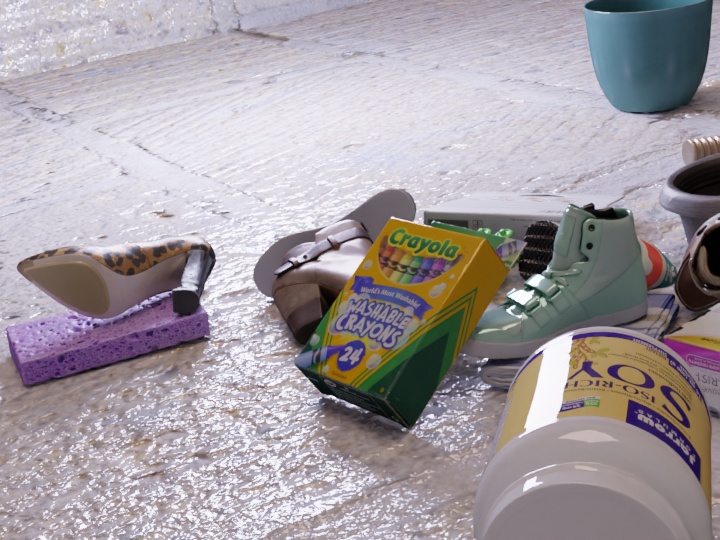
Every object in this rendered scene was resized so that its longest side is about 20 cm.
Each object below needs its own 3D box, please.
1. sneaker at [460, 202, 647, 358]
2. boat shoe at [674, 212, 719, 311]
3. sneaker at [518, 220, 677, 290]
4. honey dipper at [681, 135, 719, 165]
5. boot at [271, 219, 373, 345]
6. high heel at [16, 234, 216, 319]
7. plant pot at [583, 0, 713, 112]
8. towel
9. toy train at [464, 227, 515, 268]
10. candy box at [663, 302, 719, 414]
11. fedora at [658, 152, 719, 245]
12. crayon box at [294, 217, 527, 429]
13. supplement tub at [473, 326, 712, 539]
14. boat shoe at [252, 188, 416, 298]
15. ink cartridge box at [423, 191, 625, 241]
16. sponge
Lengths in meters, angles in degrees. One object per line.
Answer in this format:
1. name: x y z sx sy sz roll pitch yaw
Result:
1. sneaker: 0.165 0.003 1.129 0.197 0.120 0.074 -16 19 -19
2. boat shoe: 0.326 -0.014 1.131 0.071 0.201 0.076 -31 72 -22
3. sneaker: 0.242 -0.005 1.290 0.092 0.072 0.199 18 -5 -25
4. honey dipper: 0.520 -0.165 1.651 0.196 0.039 0.038 -7 19 -12
5. boot: 0.000 0.000 1.290 0.197 0.071 0.147 -15 37 7
6. high heel: -0.256 -0.008 1.345 0.196 0.072 0.143 9 26 -3
7. plant pot: 0.451 -0.340 1.955 0.197 0.164 0.201 -7 20 3
8. towel: 0.206 0.064 1.155 0.145 0.024 0.200 0 19 26
9. toy train: 0.089 -0.021 1.384 0.198 0.042 0.056 4 33 42
10. candy box: 0.365 0.061 1.049 0.198 0.062 0.135 -24 26 -38
11. fedora: 0.420 -0.068 1.333 0.197 0.092 0.177 -18 20 -10
12. crayon box: 0.044 0.029 1.114 0.125 0.052 0.201 15 64 47
13. supplement tub: 0.150 0.137 0.795 0.143 0.148 0.200 -1 21 16
14. boat shoe: -0.025 -0.025 1.392 0.198 0.069 0.057 -28 -9 0
15. ink cartridge box: 0.194 -0.060 1.465 0.197 0.044 0.173 4 11 26
16. sponge: -0.265 0.064 1.312 0.197 0.030 0.111 -14 21 -18
